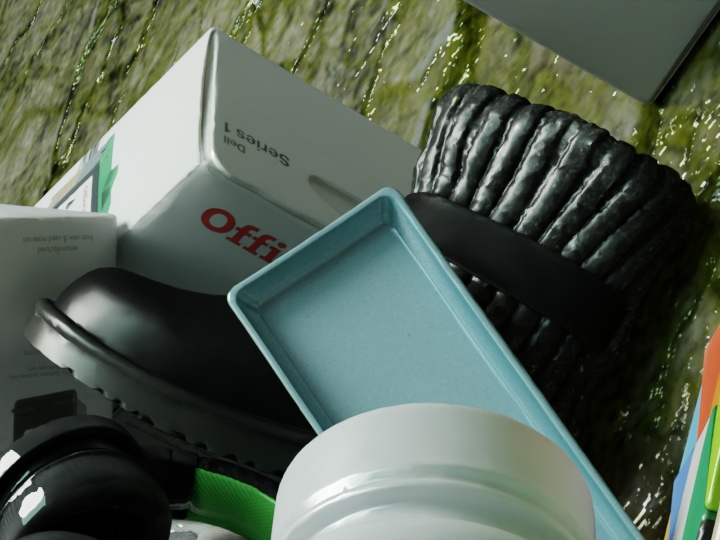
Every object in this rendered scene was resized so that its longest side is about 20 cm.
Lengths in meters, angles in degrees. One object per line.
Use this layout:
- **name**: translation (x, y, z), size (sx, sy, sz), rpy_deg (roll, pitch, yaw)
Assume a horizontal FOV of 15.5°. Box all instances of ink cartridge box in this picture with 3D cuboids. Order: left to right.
- **ink cartridge box**: translation (-0.157, 0.074, 1.014), size (0.116, 0.067, 0.201), rpy_deg (6, 96, 40)
- **ink cartridge box**: translation (-0.062, 0.015, 1.078), size (0.200, 0.146, 0.085), rpy_deg (-41, 33, 34)
- **ink cartridge box**: translation (0.049, -0.163, 1.044), size (0.084, 0.145, 0.200), rpy_deg (-56, 28, 13)

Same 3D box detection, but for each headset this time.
- **headset**: translation (-0.102, 0.112, 0.880), size (0.124, 0.199, 0.094), rpy_deg (-94, 16, -57)

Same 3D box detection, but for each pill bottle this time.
- **pill bottle**: translation (0.016, 0.140, 0.706), size (0.114, 0.114, 0.200), rpy_deg (-41, 29, 35)

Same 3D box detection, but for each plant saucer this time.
- **plant saucer**: translation (0.037, 0.068, 0.868), size (0.070, 0.019, 0.200), rpy_deg (-33, 68, -5)

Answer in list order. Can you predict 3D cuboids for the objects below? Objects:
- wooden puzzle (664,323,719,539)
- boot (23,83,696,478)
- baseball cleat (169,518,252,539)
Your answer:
- **wooden puzzle**: translation (0.104, 0.069, 0.742), size (0.200, 0.037, 0.186), rpy_deg (80, -156, -69)
- **boot**: translation (0.001, 0.000, 0.948), size (0.079, 0.210, 0.158), rpy_deg (111, 180, -86)
- **baseball cleat**: translation (-0.092, 0.131, 0.949), size (0.107, 0.199, 0.070), rpy_deg (-103, 8, -51)
